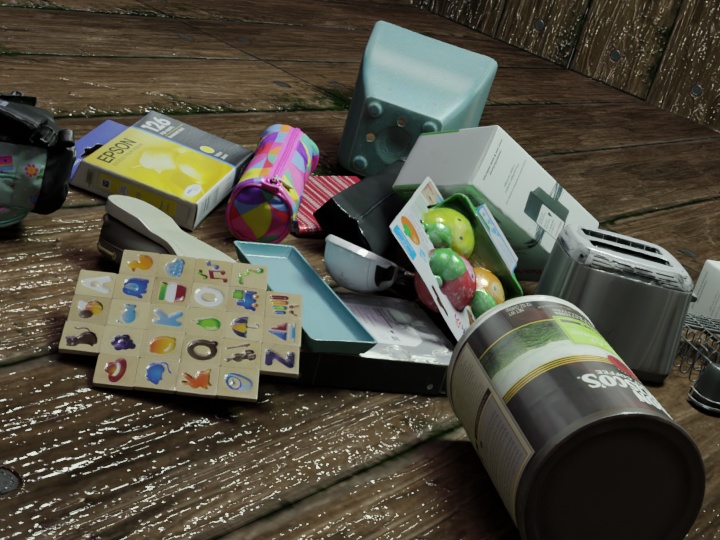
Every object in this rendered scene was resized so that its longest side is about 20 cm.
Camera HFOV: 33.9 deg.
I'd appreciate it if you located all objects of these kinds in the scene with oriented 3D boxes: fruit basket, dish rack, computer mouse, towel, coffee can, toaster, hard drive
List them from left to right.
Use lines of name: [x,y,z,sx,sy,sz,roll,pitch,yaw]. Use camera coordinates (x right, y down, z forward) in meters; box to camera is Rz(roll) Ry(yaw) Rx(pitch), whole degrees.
towel: [-0.038,-0.081,1.498,0.198,0.023,0.144,-3,31,-41]
hard drive: [-0.010,0.063,1.126,0.197,0.038,0.140,9,22,-26]
computer mouse: [0.000,0.000,1.230,0.108,0.044,0.200,25,1,13]
fruit basket: [0.102,0.003,1.208,0.187,0.093,0.200,58,16,-8]
coffee can: [0.162,0.128,0.942,0.144,0.148,0.200,11,21,-18]
toaster: [0.270,0.032,1.305,0.197,0.131,0.114,14,19,-9]
dish rack: [0.420,0.103,1.363,0.151,0.055,0.200,13,19,-17]

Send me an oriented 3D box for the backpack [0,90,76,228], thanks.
backpack: [-0.388,-0.110,1.131,0.197,0.129,0.166,4,12,-31]

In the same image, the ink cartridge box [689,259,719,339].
ink cartridge box: [0.535,0.071,1.495,0.145,0.084,0.200,6,23,-32]

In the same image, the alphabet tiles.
alphabet tiles: [-0.148,0.044,1.005,0.197,0.006,0.168,7,40,-6]

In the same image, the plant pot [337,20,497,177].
plant pot: [0.069,-0.212,1.701,0.193,0.199,0.201,19,30,4]

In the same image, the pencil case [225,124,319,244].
pencil case: [-0.099,-0.103,1.379,0.087,0.089,0.201,16,27,-3]

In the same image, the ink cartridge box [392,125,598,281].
ink cartridge box: [0.159,-0.073,1.376,0.199,0.084,0.146,39,-20,-31]

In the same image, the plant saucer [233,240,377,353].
plant saucer: [-0.056,0.024,1.108,0.069,0.019,0.200,5,23,-30]

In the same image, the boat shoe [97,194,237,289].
boat shoe: [-0.175,-0.002,1.122,0.201,0.061,0.072,34,18,29]

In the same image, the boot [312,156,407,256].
boot: [0.052,-0.050,1.421,0.164,0.066,0.200,40,30,9]

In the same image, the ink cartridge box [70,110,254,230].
ink cartridge box: [-0.248,-0.131,1.394,0.197,0.048,0.198,23,28,5]
